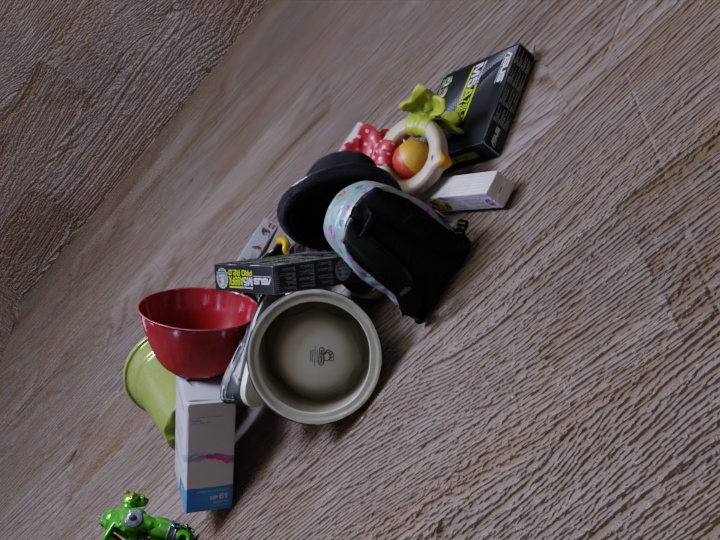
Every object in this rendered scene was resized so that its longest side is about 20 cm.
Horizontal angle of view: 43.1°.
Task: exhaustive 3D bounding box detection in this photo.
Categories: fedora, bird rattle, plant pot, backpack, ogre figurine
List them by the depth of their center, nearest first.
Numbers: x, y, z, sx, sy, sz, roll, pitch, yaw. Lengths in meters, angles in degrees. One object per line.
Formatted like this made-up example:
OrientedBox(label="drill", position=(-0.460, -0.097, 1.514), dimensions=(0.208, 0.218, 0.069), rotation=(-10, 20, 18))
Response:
OrientedBox(label="backpack", position=(0.042, -0.040, 1.318), dimensions=(0.168, 0.199, 0.126), rotation=(-60, 26, -7))
OrientedBox(label="fedora", position=(-0.034, -0.120, 1.417), dimensions=(0.200, 0.199, 0.092), rotation=(-38, 41, 32))
OrientedBox(label="bird rattle", position=(0.067, -0.191, 1.434), dimensions=(0.199, 0.112, 0.164), rotation=(-31, 55, 20))
OrientedBox(label="ogre figurine", position=(-0.376, 0.446, 1.570), dimensions=(0.099, 0.119, 0.199), rotation=(-61, 27, -11))
OrientedBox(label="plant pot", position=(-0.317, 0.231, 1.667), dimensions=(0.201, 0.200, 0.184), rotation=(-52, 37, 8))

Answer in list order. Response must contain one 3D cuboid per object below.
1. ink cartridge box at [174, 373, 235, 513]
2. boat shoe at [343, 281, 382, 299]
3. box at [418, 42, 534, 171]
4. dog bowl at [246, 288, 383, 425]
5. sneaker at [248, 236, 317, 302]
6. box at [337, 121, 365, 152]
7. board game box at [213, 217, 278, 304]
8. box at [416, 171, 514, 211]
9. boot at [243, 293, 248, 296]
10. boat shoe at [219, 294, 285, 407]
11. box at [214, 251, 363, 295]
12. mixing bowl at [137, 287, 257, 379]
OrientedBox(label="ink cartridge box", position=(-0.258, 0.271, 1.504), dimensions=(0.145, 0.084, 0.203), rotation=(-132, 42, -63))
OrientedBox(label="boat shoe", position=(-0.002, 0.002, 1.524), dimensions=(0.073, 0.063, 0.200), rotation=(-51, 32, -2))
OrientedBox(label="box", position=(0.181, -0.261, 1.508), dimensions=(0.192, 0.047, 0.202), rotation=(-12, 51, 57))
OrientedBox(label="dog bowl", position=(-0.067, 0.121, 1.344), dimensions=(0.201, 0.199, 0.074), rotation=(-53, 6, 6))
OrientedBox(label="sneaker", position=(-0.162, 0.014, 1.618), dimensions=(0.201, 0.082, 0.078), rotation=(-56, 49, 20))
OrientedBox(label="box", position=(-0.040, -0.164, 1.587), dimensions=(0.201, 0.039, 0.041), rotation=(-55, 26, 3))
OrientedBox(label="board game box", position=(-0.223, 0.010, 1.687), dimensions=(0.201, 0.034, 0.127), rotation=(-62, 3, -37))
OrientedBox(label="box", position=(0.151, -0.118, 1.385), dimensions=(0.199, 0.039, 0.042), rotation=(0, 60, 60))
OrientedBox(label="boot", position=(-0.151, -0.007, 1.753), dimensions=(0.167, 0.076, 0.202), rotation=(-28, 44, 38))
OrientedBox(label="boat shoe", position=(-0.166, 0.114, 1.414), dimensions=(0.067, 0.072, 0.202), rotation=(-7, 56, 37))
OrientedBox(label="box", position=(-0.104, 0.002, 1.421), dimensions=(0.159, 0.198, 0.045), rotation=(3, 99, 47))
OrientedBox(label="mixing bowl", position=(-0.265, 0.110, 1.496), dimensions=(0.200, 0.198, 0.110), rotation=(-135, 45, -64))
